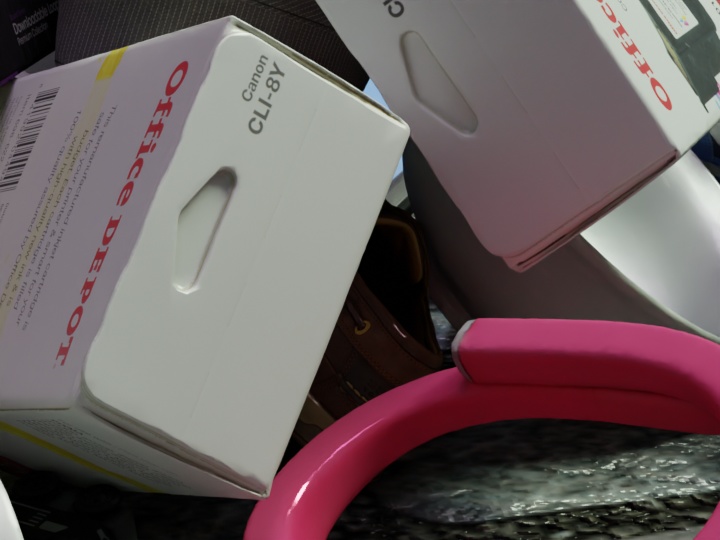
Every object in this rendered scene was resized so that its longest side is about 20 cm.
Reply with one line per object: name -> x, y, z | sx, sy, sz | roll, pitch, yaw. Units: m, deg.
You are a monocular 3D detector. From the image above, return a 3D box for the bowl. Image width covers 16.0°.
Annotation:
bowl -> 0.084, -0.014, 1.102 | 0.201, 0.090, 0.201 | 37, 24, -20

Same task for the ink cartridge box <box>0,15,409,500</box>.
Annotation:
ink cartridge box -> -0.084, 0.001, 0.924 | 0.083, 0.146, 0.200 | 28, -16, -25

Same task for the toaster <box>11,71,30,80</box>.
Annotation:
toaster -> -0.210, -0.014, 1.145 | 0.180, 0.119, 0.200 | -10, 18, -26

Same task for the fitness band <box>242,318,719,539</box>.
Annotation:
fitness band -> 0.050, 0.076, 0.828 | 0.199, 0.038, 0.144 | 1, 43, 42

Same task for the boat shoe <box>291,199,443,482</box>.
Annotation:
boat shoe -> 0.000, 0.000, 1.053 | 0.072, 0.068, 0.201 | 30, 27, -27

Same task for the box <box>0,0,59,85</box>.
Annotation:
box -> -0.191, -0.091, 1.066 | 0.142, 0.036, 0.200 | -14, 14, 15

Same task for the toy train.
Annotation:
toy train -> -0.172, 0.086, 0.952 | 0.199, 0.034, 0.046 | 10, 31, 31

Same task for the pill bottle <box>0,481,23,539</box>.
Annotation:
pill bottle -> -0.199, 0.109, 0.714 | 0.199, 0.117, 0.116 | -10, 18, -26

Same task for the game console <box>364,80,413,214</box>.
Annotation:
game console -> -0.023, -0.118, 1.224 | 0.175, 0.117, 0.200 | 32, 44, 15

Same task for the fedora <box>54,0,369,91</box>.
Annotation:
fedora -> -0.063, -0.100, 1.039 | 0.176, 0.091, 0.200 | 23, 4, 28

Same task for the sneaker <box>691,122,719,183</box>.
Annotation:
sneaker -> 0.224, -0.060, 1.223 | 0.199, 0.074, 0.082 | 19, -15, -29

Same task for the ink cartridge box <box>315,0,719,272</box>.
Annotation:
ink cartridge box -> 0.076, -0.100, 0.990 | 0.083, 0.146, 0.200 | -34, 2, 24

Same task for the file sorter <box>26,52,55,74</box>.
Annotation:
file sorter -> -0.129, -0.107, 1.317 | 0.138, 0.201, 0.124 | 4, 15, 18
